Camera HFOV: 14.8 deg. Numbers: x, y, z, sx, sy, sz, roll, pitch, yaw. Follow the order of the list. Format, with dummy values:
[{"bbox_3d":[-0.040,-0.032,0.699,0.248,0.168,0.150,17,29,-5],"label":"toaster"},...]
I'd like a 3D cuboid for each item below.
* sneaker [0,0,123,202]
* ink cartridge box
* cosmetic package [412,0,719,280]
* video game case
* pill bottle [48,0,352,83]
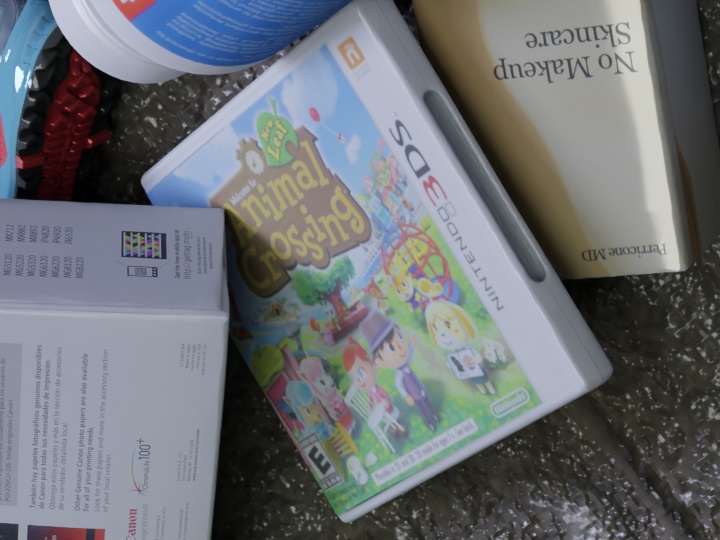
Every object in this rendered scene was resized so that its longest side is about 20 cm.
[{"bbox_3d":[-0.174,-0.045,1.272,0.095,0.079,0.201,34,115,28],"label":"sneaker"},{"bbox_3d":[-0.151,0.072,1.225,0.174,0.084,0.201,3,125,-7],"label":"ink cartridge box"},{"bbox_3d":[0.081,-0.100,1.133,0.104,0.071,0.202,-6,105,25],"label":"cosmetic package"},{"bbox_3d":[0.000,0.000,1.177,0.183,0.022,0.200,59,144,2],"label":"video game case"},{"bbox_3d":[-0.048,-0.142,1.094,0.113,0.112,0.200,56,146,-3],"label":"pill bottle"}]
